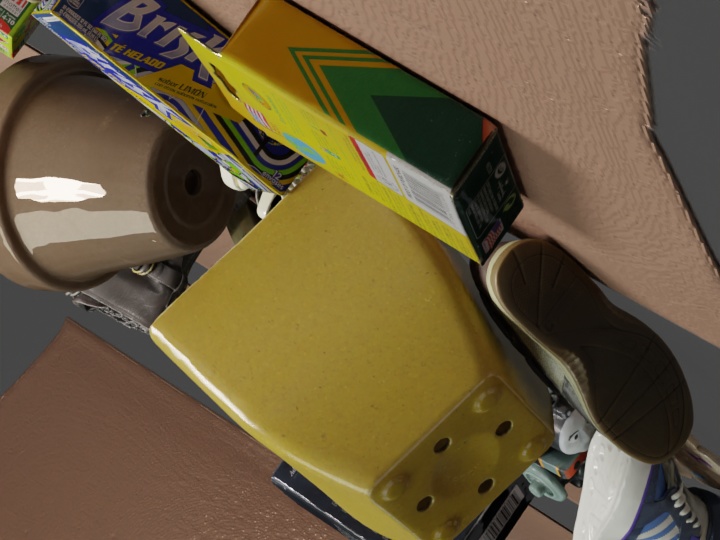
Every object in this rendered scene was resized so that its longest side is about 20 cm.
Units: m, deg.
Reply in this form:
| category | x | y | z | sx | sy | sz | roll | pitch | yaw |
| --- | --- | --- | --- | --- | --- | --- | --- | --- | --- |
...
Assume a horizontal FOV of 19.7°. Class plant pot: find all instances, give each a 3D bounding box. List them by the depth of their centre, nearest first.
| category | x | y | z | sx | sy | sz | roll | pitch | yaw |
| --- | --- | --- | --- | --- | --- | --- | --- | --- | --- |
| plant pot | 0.019 | 0.072 | 1.409 | 0.200 | 0.195 | 0.194 | 46 | 180 | 39 |
| plant pot | -0.199 | -0.079 | 1.712 | 0.174 | 0.201 | 0.200 | 4 | 153 | 37 |

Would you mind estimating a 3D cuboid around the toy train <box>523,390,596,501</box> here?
| category | x | y | z | sx | sy | sz | roll | pitch | yaw |
| --- | --- | --- | --- | --- | --- | --- | --- | --- | --- |
| toy train | 0.116 | 0.109 | 1.681 | 0.200 | 0.085 | 0.114 | 29 | 160 | 38 |

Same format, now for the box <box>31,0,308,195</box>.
| category | x | y | z | sx | sy | sz | roll | pitch | yaw |
| --- | --- | --- | --- | --- | --- | --- | --- | --- | --- |
| box | -0.119 | -0.135 | 1.392 | 0.200 | 0.064 | 0.070 | 38 | 172 | -20 |

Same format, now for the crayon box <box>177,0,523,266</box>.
| category | x | y | z | sx | sy | sz | roll | pitch | yaw |
| --- | --- | --- | --- | --- | --- | --- | --- | --- | --- |
| crayon box | -0.004 | -0.090 | 1.229 | 0.200 | 0.051 | 0.127 | 32 | 171 | 19 |

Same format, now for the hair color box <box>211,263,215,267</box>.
| category | x | y | z | sx | sy | sz | roll | pitch | yaw |
| --- | --- | --- | --- | --- | --- | --- | --- | --- | --- |
| hair color box | -0.083 | 0.048 | 2.040 | 0.111 | 0.064 | 0.200 | 62 | 174 | -16 |

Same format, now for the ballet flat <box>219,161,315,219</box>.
| category | x | y | z | sx | sy | sz | roll | pitch | yaw |
| --- | --- | --- | --- | --- | --- | --- | --- | --- | --- |
| ballet flat | -0.061 | -0.072 | 1.517 | 0.200 | 0.064 | 0.076 | 42 | 170 | -34 |

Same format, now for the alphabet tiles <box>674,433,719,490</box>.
| category | x | y | z | sx | sy | sz | roll | pitch | yaw |
| --- | --- | --- | --- | --- | --- | --- | --- | --- | --- |
| alphabet tiles | 0.204 | 0.106 | 1.627 | 0.200 | 0.015 | 0.196 | 39 | 171 | -23 |

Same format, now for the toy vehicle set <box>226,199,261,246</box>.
| category | x | y | z | sx | sy | sz | roll | pitch | yaw |
| --- | --- | --- | --- | --- | --- | --- | --- | --- | --- |
| toy vehicle set | -0.056 | 0.013 | 1.857 | 0.124 | 0.027 | 0.200 | 39 | -169 | -28 |

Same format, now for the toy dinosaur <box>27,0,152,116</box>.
| category | x | y | z | sx | sy | sz | roll | pitch | yaw |
| --- | --- | --- | --- | --- | --- | --- | --- | --- | --- |
| toy dinosaur | -0.177 | -0.162 | 1.542 | 0.200 | 0.047 | 0.088 | 40 | -175 | -30 |

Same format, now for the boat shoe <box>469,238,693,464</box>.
| category | x | y | z | sx | sy | sz | roll | pitch | yaw |
| --- | --- | --- | --- | --- | --- | --- | --- | --- | --- |
| boat shoe | 0.146 | 0.047 | 1.367 | 0.200 | 0.073 | 0.065 | 50 | 171 | -25 |

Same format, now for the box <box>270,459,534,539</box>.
| category | x | y | z | sx | sy | sz | roll | pitch | yaw |
| --- | --- | --- | --- | --- | --- | --- | --- | --- | --- |
| box | 0.058 | 0.183 | 1.988 | 0.196 | 0.200 | 0.124 | 32 | 171 | 22 |

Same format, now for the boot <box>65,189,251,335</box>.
| category | x | y | z | sx | sy | sz | roll | pitch | yaw |
| --- | --- | --- | --- | --- | --- | --- | --- | --- | --- |
| boot | -0.211 | -0.043 | 1.883 | 0.200 | 0.174 | 0.069 | 30 | 170 | 29 |

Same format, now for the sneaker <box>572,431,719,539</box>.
| category | x | y | z | sx | sy | sz | roll | pitch | yaw |
| --- | --- | --- | --- | --- | --- | --- | --- | --- | --- |
| sneaker | 0.251 | 0.179 | 1.609 | 0.200 | 0.146 | 0.081 | 98 | 167 | -45 |

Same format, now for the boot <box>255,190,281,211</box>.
| category | x | y | z | sx | sy | sz | roll | pitch | yaw |
| --- | --- | --- | --- | --- | --- | --- | --- | --- | --- |
| boot | 0.000 | 0.002 | 1.711 | 0.182 | 0.073 | 0.200 | 33 | 166 | 11 |

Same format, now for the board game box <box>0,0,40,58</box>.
| category | x | y | z | sx | sy | sz | roll | pitch | yaw |
| --- | --- | --- | --- | --- | --- | --- | --- | --- | --- |
| board game box | -0.351 | -0.256 | 1.686 | 0.200 | 0.048 | 0.102 | 36 | 171 | -5 |
